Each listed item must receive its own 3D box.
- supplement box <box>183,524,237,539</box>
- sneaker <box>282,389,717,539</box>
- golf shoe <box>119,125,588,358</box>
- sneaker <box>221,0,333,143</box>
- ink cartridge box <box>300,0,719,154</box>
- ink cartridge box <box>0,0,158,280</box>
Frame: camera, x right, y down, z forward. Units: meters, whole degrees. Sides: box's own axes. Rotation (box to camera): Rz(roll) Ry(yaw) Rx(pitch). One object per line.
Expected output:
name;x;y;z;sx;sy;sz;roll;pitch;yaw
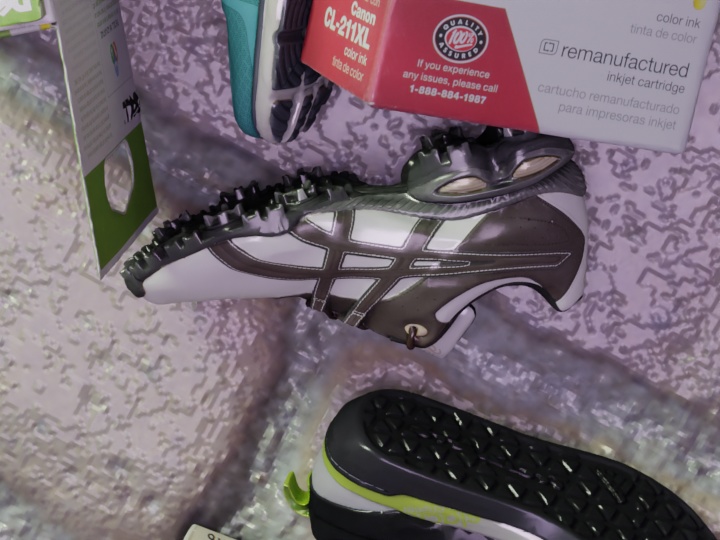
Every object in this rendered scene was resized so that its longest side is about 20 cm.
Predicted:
supplement box;-0.005;0.208;1.288;0.200;0.074;0.126;21;103;-1
sneaker;0.065;0.118;1.281;0.200;0.072;0.083;26;126;0
golf shoe;0.000;0.000;1.245;0.200;0.078;0.095;-13;102;9
sneaker;-0.050;-0.152;1.231;0.080;0.077;0.200;-4;97;25
ink cartridge box;0.073;-0.160;1.179;0.146;0.083;0.200;7;103;-22
ink cartridge box;-0.145;-0.101;1.197;0.076;0.148;0.200;-9;101;7
